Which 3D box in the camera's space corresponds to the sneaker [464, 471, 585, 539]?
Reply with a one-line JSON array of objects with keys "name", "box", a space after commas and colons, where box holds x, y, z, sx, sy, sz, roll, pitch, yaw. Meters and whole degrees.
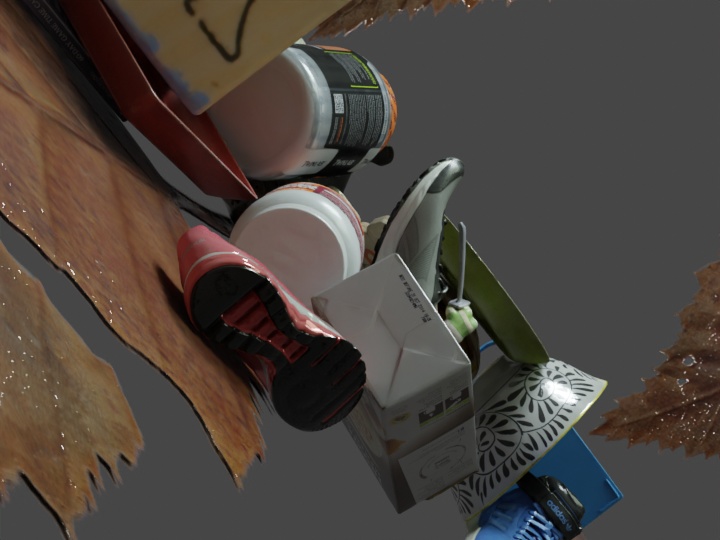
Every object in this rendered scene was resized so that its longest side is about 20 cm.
[{"name": "sneaker", "box": [0.163, 0.251, 1.708, 0.077, 0.111, 0.200, 53, 5, -5]}]

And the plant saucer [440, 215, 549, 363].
[{"name": "plant saucer", "box": [0.111, 0.017, 1.725, 0.201, 0.031, 0.200, 52, -1, 1]}]

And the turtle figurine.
[{"name": "turtle figurine", "box": [0.037, 0.038, 1.660, 0.194, 0.142, 0.202, 74, 8, -69]}]

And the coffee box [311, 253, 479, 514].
[{"name": "coffee box", "box": [0.030, 0.093, 1.399, 0.115, 0.079, 0.201, 57, -11, 29]}]

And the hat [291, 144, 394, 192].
[{"name": "hat", "box": [-0.061, -0.123, 2.094, 0.198, 0.082, 0.201, 11, -6, 1]}]

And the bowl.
[{"name": "bowl", "box": [0.144, 0.147, 1.778, 0.094, 0.201, 0.201, 46, 5, 2]}]

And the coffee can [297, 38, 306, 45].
[{"name": "coffee can", "box": [-0.145, -0.242, 1.908, 0.201, 0.146, 0.146, 53, 5, -16]}]

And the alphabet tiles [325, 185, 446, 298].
[{"name": "alphabet tiles", "box": [0.000, 0.000, 1.750, 0.196, 0.015, 0.199, 53, -32, -16]}]

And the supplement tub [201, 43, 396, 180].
[{"name": "supplement tub", "box": [-0.049, -0.146, 1.633, 0.123, 0.122, 0.200, 55, 24, 12]}]

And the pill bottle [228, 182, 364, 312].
[{"name": "pill bottle", "box": [-0.053, -0.013, 1.460, 0.110, 0.109, 0.200, 54, 5, -3]}]

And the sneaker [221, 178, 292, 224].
[{"name": "sneaker", "box": [-0.124, -0.090, 1.664, 0.075, 0.071, 0.201, 19, 27, -45]}]

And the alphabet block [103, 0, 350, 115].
[{"name": "alphabet block", "box": [-0.119, -0.280, 1.481, 0.196, 0.199, 0.197, 53, 5, -23]}]

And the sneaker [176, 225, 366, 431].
[{"name": "sneaker", "box": [-0.062, 0.035, 1.260, 0.200, 0.074, 0.087, 50, 4, -41]}]

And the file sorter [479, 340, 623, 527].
[{"name": "file sorter", "box": [0.168, 0.199, 1.976, 0.201, 0.138, 0.123, 52, 2, -21]}]

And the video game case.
[{"name": "video game case", "box": [-0.258, -0.226, 1.471, 0.200, 0.019, 0.143, 53, 5, -31]}]

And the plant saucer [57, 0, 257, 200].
[{"name": "plant saucer", "box": [-0.178, -0.158, 1.473, 0.200, 0.037, 0.200, 58, 7, 29]}]

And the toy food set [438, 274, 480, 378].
[{"name": "toy food set", "box": [0.043, 0.044, 1.828, 0.200, 0.049, 0.198, 51, -25, -7]}]

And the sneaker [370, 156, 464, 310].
[{"name": "sneaker", "box": [0.046, -0.005, 1.540, 0.079, 0.202, 0.074, 26, -10, 1]}]
